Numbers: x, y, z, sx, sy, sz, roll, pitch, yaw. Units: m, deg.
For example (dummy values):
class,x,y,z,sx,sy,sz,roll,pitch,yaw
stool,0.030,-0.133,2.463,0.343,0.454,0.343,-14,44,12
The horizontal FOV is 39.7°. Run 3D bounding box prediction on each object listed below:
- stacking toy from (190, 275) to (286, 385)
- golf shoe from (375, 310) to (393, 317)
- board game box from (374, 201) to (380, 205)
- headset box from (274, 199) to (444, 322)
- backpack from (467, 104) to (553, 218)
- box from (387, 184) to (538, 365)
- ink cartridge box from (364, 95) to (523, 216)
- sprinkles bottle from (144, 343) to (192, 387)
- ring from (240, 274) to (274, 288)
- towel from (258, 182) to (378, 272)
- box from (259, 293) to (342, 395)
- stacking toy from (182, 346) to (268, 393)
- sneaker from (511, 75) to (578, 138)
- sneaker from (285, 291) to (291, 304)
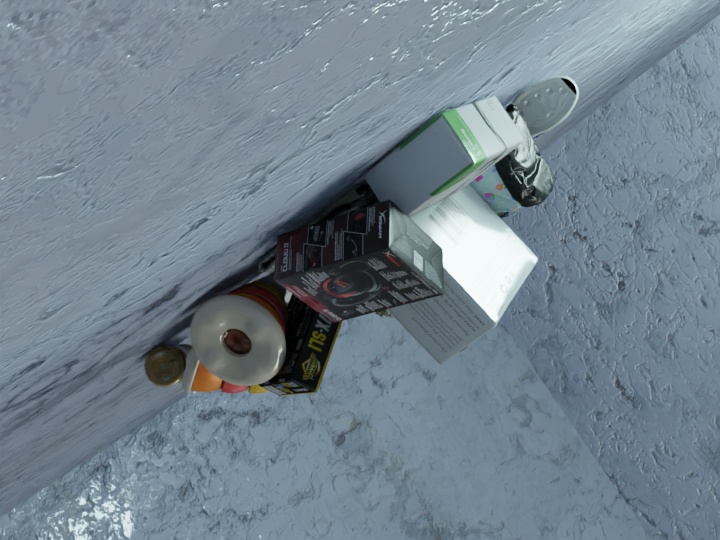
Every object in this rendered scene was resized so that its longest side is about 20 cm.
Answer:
class,x,y,z,sx,sy,sz,roll,pitch,yaw
stacking toy,-0.155,0.066,1.508,0.146,0.146,0.200,-36,-169,29
golf shoe,0.000,0.000,1.772,0.078,0.200,0.098,5,-116,61
board game box,0.003,-0.062,1.509,0.126,0.035,0.200,-36,180,-18
headset box,-0.009,-0.005,1.336,0.199,0.075,0.149,-16,146,29
backpack,0.183,-0.151,1.577,0.199,0.167,0.127,-17,-164,40
box,0.129,-0.007,1.487,0.131,0.200,0.199,-41,-176,41
ink cartridge box,0.119,-0.155,1.359,0.146,0.085,0.200,-37,176,32
sprinkles bottle,-0.315,0.161,1.705,0.068,0.068,0.200,-35,177,-2
ring,-0.152,0.056,1.688,0.200,0.019,0.201,-22,159,-9
towel,-0.038,-0.069,1.474,0.200,0.035,0.192,-37,176,24
box,-0.079,0.086,1.510,0.160,0.049,0.201,-24,-136,66
stacking toy,-0.175,0.153,1.596,0.146,0.199,0.147,-160,-90,-86
sneaker,0.295,-0.270,1.674,0.200,0.081,0.146,-41,-178,35
sneaker,-0.136,0.033,1.763,0.088,0.075,0.200,-28,164,-27
